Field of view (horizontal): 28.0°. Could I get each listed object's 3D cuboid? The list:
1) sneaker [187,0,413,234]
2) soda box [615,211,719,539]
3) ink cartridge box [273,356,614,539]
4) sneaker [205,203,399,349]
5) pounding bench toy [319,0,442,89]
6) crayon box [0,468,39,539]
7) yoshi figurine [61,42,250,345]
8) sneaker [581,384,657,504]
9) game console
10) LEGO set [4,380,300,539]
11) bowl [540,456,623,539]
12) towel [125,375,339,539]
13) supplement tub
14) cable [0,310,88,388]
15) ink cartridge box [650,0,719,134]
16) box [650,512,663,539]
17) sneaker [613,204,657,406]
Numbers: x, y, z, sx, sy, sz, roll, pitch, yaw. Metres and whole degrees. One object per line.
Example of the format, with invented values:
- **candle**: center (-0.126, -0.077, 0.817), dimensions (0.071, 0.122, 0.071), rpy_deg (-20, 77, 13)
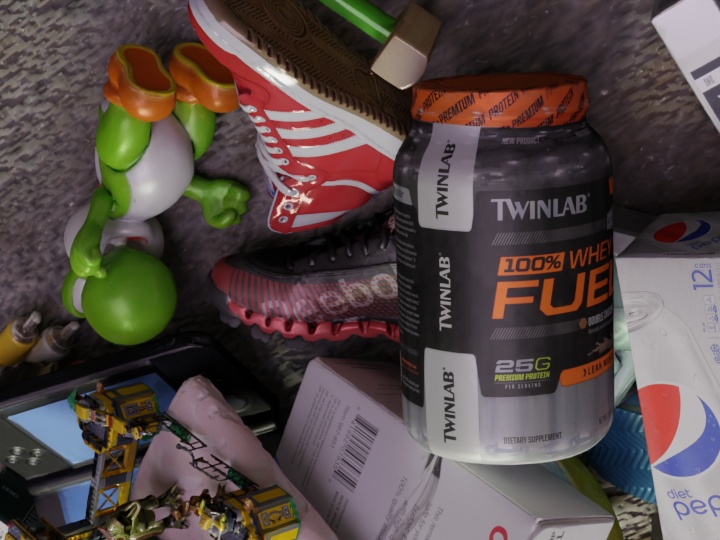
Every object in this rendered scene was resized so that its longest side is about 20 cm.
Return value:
- **sneaker**: center (-0.048, -0.088, 0.835), dimensions (0.112, 0.072, 0.199), rpy_deg (-32, 138, 29)
- **soda box**: center (0.196, 0.072, 0.800), dimensions (0.063, 0.068, 0.202), rpy_deg (0, 113, 34)
- **ink cartridge box**: center (0.035, 0.162, 0.879), dimensions (0.199, 0.083, 0.146), rpy_deg (32, 107, 41)
- **sneaker**: center (0.000, 0.000, 0.904), dimensions (0.198, 0.071, 0.099), rpy_deg (7, 118, 8)
- **pounding bench toy**: center (-0.026, -0.207, 0.775), dimensions (0.154, 0.124, 0.202), rpy_deg (11, 118, 8)
- **crayon box**: center (-0.278, 0.261, 1.113), dimensions (0.125, 0.052, 0.200), rpy_deg (37, 118, -6)
- **yoshi figurine**: center (-0.132, -0.034, 0.901), dimensions (0.112, 0.112, 0.201), rpy_deg (21, 122, -5)
- **sneaker**: center (0.224, 0.093, 0.897), dimensions (0.199, 0.081, 0.077), rpy_deg (-7, 118, 38)
- **game console**: center (-0.152, 0.148, 0.974), dimensions (0.198, 0.117, 0.176), rpy_deg (-17, 146, 15)
- **LEGO set**: center (-0.140, 0.163, 0.850), dimensions (0.200, 0.115, 0.155), rpy_deg (38, 121, 32)
- **bowl**: center (0.102, 0.196, 0.942), dimensions (0.199, 0.107, 0.202), rpy_deg (-7, 79, 42)
- **towel**: center (-0.080, 0.199, 0.902), dimensions (0.200, 0.032, 0.192), rpy_deg (46, 125, 27)
- **supplement tub**: center (0.080, -0.004, 0.801), dimensions (0.121, 0.123, 0.202), rpy_deg (0, 104, 14)
- **cable**: center (-0.260, 0.090, 1.041), dimensions (0.199, 0.051, 0.097), rpy_deg (-22, 131, 36)
- **ink cartridge box**: center (0.226, -0.078, 0.794), dimensions (0.039, 0.100, 0.201), rpy_deg (-29, 105, 25)
- **box**: center (0.296, 0.183, 0.901), dimensions (0.199, 0.109, 0.128), rpy_deg (-36, 104, 26)
- **sneaker**: center (0.192, 0.036, 0.872), dimensions (0.199, 0.074, 0.119), rpy_deg (17, 113, 16)
